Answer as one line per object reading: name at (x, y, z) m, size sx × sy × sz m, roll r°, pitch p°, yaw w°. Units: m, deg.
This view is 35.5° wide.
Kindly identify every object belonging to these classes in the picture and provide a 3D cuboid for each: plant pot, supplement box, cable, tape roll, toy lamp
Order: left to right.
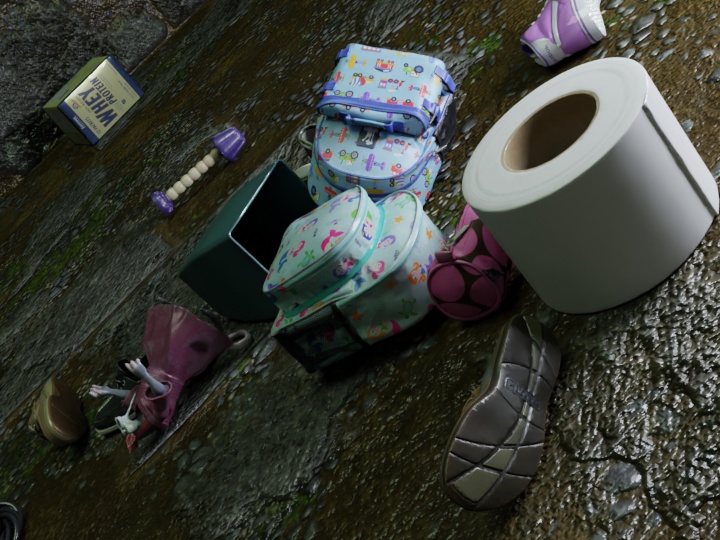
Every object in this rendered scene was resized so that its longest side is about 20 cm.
cable at (-0.537, 0.382, 1.510) m, size 0.198 × 0.051 × 0.164 m, roll -18°, pitch 34°, yaw 42°
supplement box at (-0.712, -0.451, 2.985) m, size 0.200 × 0.134 × 0.199 m, roll -49°, pitch 26°, yaw -15°
toy lamp at (-0.292, -0.183, 2.049) m, size 0.200 × 0.058 × 0.058 m, roll -42°, pitch 25°, yaw 6°
plant pot at (-0.144, -0.020, 1.485) m, size 0.199 × 0.141 × 0.142 m, roll -24°, pitch 29°, yaw 48°
tape roll at (0.212, -0.080, 1.054) m, size 0.202 × 0.139 × 0.204 m, roll -34°, pitch 26°, yaw 18°

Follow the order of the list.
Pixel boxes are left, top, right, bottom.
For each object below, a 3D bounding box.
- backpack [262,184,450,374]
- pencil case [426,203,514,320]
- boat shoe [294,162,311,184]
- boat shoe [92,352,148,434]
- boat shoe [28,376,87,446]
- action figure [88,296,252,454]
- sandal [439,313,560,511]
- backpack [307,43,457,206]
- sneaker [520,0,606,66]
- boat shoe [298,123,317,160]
backpack at (0.000, 0.000, 1.238) m, size 0.198 × 0.151 × 0.179 m, roll -21°, pitch 30°, yaw 28°
pencil case at (0.131, -0.047, 1.174) m, size 0.090 × 0.094 × 0.201 m, roll -21°, pitch 31°, yaw 37°
boat shoe at (-0.093, -0.091, 1.607) m, size 0.199 × 0.070 × 0.064 m, roll -32°, pitch 66°, yaw 31°
boat shoe at (-0.300, 0.141, 1.528) m, size 0.198 × 0.066 × 0.075 m, roll -37°, pitch 26°, yaw 11°
boat shoe at (-0.440, 0.217, 1.619) m, size 0.065 × 0.071 × 0.200 m, roll -49°, pitch 17°, yaw -1°
action figure at (-0.253, 0.143, 1.449) m, size 0.133 × 0.148 × 0.203 m, roll -6°, pitch 61°, yaw 59°
sandal at (0.114, 0.121, 0.954) m, size 0.054 × 0.081 × 0.201 m, roll -38°, pitch 21°, yaw 48°
backpack at (0.020, -0.166, 1.425) m, size 0.180 × 0.135 × 0.202 m, roll 15°, pitch 59°, yaw 14°
sneaker at (0.256, -0.342, 1.488) m, size 0.114 × 0.073 × 0.202 m, roll -31°, pitch 27°, yaw 28°
boat shoe at (-0.031, -0.184, 1.640) m, size 0.071 × 0.064 × 0.199 m, roll -51°, pitch 27°, yaw -19°
